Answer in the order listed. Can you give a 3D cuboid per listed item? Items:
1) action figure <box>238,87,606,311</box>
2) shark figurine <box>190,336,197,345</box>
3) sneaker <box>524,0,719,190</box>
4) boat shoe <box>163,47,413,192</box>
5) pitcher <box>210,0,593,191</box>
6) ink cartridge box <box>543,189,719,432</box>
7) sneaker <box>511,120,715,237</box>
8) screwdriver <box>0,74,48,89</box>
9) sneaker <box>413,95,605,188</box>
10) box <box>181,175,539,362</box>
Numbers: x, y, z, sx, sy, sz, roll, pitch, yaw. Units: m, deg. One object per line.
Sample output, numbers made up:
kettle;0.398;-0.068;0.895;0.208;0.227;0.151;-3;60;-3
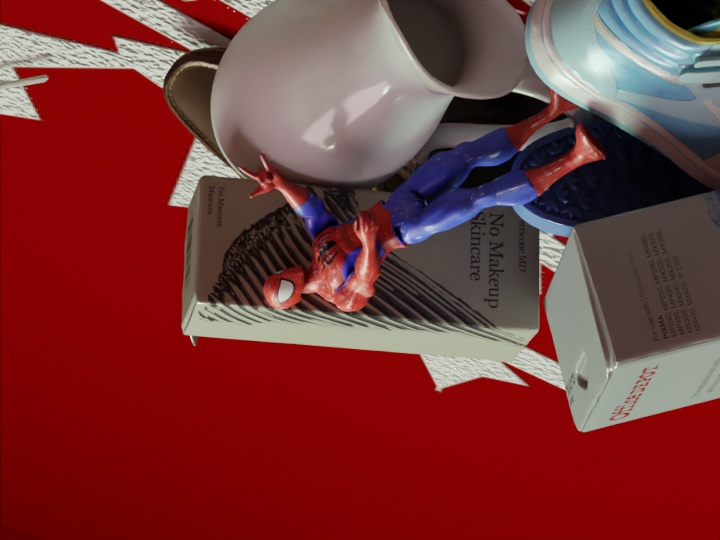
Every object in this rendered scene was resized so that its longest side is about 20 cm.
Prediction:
action figure;0.020;-0.045;1.250;0.200;0.065;0.099;-33;143;14
shark figurine;-0.096;0.007;1.805;0.128;0.090;0.214;34;155;-31
sneaker;0.197;-0.104;1.211;0.200;0.080;0.130;21;157;-21
boat shoe;-0.040;-0.074;1.484;0.200;0.072;0.068;35;-166;2
pitcher;0.020;-0.099;1.342;0.171;0.121;0.200;35;147;-23
ink cartridge box;0.208;0.010;1.267;0.199;0.083;0.146;-13;164;-7
sneaker;0.175;-0.043;1.321;0.199;0.070;0.078;-4;160;-11
screwdriver;-0.283;-0.130;1.701;0.029;0.028;0.200;-2;180;-35
sneaker;0.100;-0.062;1.404;0.076;0.091;0.200;30;157;-25
box;0.000;0.000;1.348;0.199;0.082;0.068;4;161;-10
